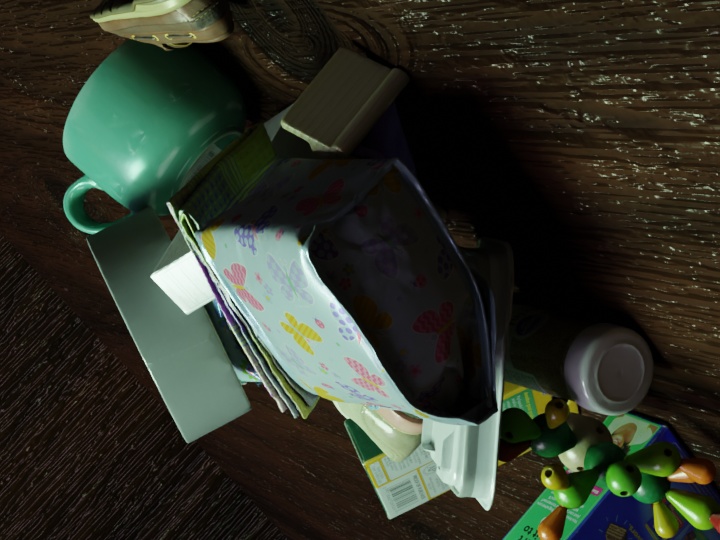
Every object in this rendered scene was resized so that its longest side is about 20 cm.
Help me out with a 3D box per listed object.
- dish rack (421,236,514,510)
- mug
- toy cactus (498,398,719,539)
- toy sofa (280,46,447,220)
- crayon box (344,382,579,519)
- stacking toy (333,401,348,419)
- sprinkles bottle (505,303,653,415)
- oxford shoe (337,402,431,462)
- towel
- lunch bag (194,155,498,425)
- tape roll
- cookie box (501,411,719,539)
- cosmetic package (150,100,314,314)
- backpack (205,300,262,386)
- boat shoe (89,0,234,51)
[{"bbox_3d":[0.079,0.075,1.274,0.043,0.202,0.172,3,-177,-6],"label":"dish rack"},{"bbox_3d":[-0.180,-0.115,1.491,0.114,0.152,0.186,39,138,15],"label":"mug"},{"bbox_3d":[0.186,0.155,1.279,0.199,0.103,0.165,14,-173,-11],"label":"toy cactus"},{"bbox_3d":[0.018,-0.071,1.268,0.097,0.083,0.200,29,160,26],"label":"toy sofa"},{"bbox_3d":[0.095,0.138,1.474,0.126,0.199,0.052,69,176,-57],"label":"crayon box"},{"bbox_3d":[0.076,0.107,1.578,0.146,0.147,0.200,27,176,46],"label":"stacking toy"},{"bbox_3d":[0.150,0.066,1.321,0.068,0.068,0.200,50,163,-23],"label":"sprinkles bottle"},{"bbox_3d":[-0.014,0.080,1.409,0.200,0.070,0.074,52,137,29],"label":"oxford shoe"},{"bbox_3d":[-0.065,-0.001,1.279,0.023,0.144,0.201,-15,112,35],"label":"towel"},{"bbox_3d":[0.003,0.021,1.187,0.169,0.127,0.201,5,132,58],"label":"lunch bag"},{"bbox_3d":[-0.167,0.047,1.432,0.201,0.066,0.200,61,172,15],"label":"tape roll"},{"bbox_3d":[0.217,0.249,1.386,0.171,0.200,0.075,50,163,-24],"label":"cookie box"},{"bbox_3d":[-0.096,-0.054,1.361,0.082,0.200,0.051,-26,114,36],"label":"cosmetic package"},{"bbox_3d":[-0.095,0.028,1.565,0.200,0.153,0.164,-83,-29,-76],"label":"backpack"},{"bbox_3d":[-0.168,-0.214,1.378,0.068,0.072,0.200,52,160,-23],"label":"boat shoe"}]
